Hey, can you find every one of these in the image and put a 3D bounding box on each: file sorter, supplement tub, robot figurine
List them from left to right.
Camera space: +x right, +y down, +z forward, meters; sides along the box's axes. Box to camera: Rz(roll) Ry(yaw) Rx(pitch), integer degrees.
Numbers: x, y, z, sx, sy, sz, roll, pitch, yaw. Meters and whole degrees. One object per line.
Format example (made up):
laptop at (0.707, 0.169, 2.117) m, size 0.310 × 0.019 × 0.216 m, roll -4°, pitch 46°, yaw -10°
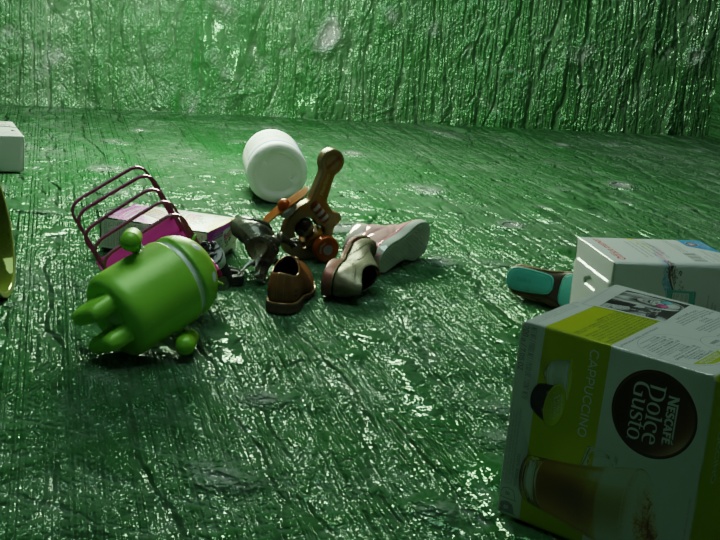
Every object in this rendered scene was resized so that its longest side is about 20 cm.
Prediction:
file sorter at (-0.312, -0.044, 1.636) m, size 0.139 × 0.126 × 0.200 m, roll -32°, pitch 36°, yaw -11°
robot figurine at (-0.268, 0.031, 1.488) m, size 0.200 × 0.176 × 0.115 m, roll -34°, pitch 10°, yaw -35°
supplement tub at (-0.187, -0.229, 2.505) m, size 0.131 × 0.133 × 0.200 m, roll 2°, pitch 16°, yaw -9°

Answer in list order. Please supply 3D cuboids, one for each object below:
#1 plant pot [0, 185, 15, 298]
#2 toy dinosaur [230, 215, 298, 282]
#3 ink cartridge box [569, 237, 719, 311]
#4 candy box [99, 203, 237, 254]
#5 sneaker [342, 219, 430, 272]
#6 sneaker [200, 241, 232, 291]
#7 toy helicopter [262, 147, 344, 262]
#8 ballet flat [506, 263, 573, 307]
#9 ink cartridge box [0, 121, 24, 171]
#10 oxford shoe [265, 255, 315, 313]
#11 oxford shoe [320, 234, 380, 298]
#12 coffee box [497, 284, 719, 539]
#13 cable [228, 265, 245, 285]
plant pot at (-0.610, -0.044, 1.641) m, size 0.189 × 0.201 × 0.200 m, roll -10°, pitch 16°, yaw -4°
toy dinosaur at (-0.170, -0.057, 1.904) m, size 0.102 × 0.077 × 0.200 m, roll 31°, pitch 15°, yaw -45°
ink cartridge box at (0.420, 0.040, 1.669) m, size 0.199 × 0.147 × 0.147 m, roll 2°, pitch 16°, yaw -11°
candy box at (-0.328, -0.064, 1.986) m, size 0.199 × 0.061 × 0.136 m, roll 9°, pitch 15°, yaw 13°
sneaker at (0.042, -0.056, 2.039) m, size 0.104 × 0.076 × 0.200 m, roll 19°, pitch 24°, yaw 27°
sneaker at (-0.283, 0.012, 1.725) m, size 0.199 × 0.080 × 0.074 m, roll -4°, pitch 47°, yaw 23°
toy helicopter at (-0.086, -0.119, 1.994) m, size 0.132 × 0.201 × 0.079 m, roll 16°, pitch 8°, yaw -31°
ballet flat at (0.326, 0.035, 1.846) m, size 0.199 × 0.068 × 0.072 m, roll 13°, pitch -2°, yaw 42°
ink cartridge box at (-0.834, -0.278, 2.572) m, size 0.145 × 0.085 × 0.200 m, roll -2°, pitch 17°, yaw -24°
oxford shoe at (-0.105, 0.007, 1.779) m, size 0.071 × 0.072 × 0.200 m, roll 3°, pitch 13°, yaw 1°
oxford shoe at (0.000, 0.000, 1.853) m, size 0.074 × 0.071 × 0.200 m, roll 12°, pitch 27°, yaw 14°
coffee box at (0.277, 0.147, 1.124) m, size 0.197 × 0.201 × 0.200 m, roll 16°, pitch 18°, yaw 36°
cable at (-0.284, -0.013, 1.829) m, size 0.199 × 0.051 × 0.097 m, roll 10°, pitch 13°, yaw 18°
